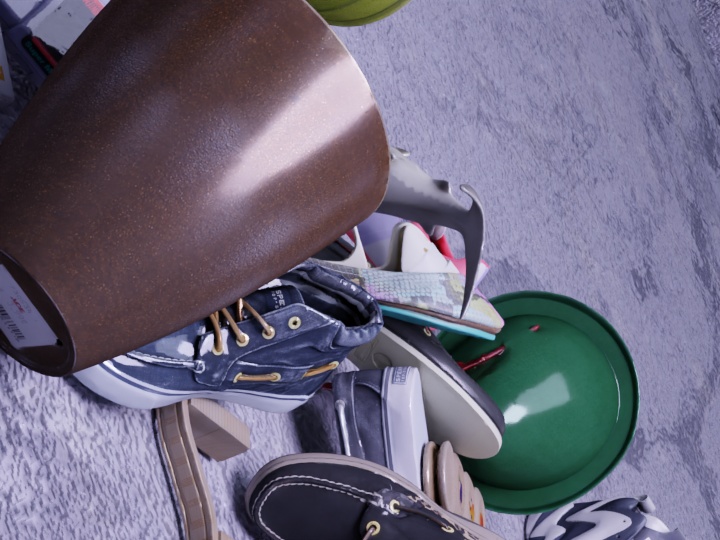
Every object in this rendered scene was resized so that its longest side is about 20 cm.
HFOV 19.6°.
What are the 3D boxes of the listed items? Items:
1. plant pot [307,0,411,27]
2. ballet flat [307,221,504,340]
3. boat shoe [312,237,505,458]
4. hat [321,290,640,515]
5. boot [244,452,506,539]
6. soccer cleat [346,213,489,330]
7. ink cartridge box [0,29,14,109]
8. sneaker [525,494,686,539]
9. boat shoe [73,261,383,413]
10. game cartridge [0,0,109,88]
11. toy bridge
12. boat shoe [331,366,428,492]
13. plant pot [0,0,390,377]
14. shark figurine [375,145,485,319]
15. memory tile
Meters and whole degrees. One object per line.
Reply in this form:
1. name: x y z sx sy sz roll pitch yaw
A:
1. plant pot: -0.059 -0.287 1.509 0.193 0.200 0.201 1 68 -54
2. ballet flat: 0.000 0.000 1.359 0.069 0.199 0.071 161 -64 -81
3. boat shoe: 0.025 0.049 1.429 0.201 0.074 0.063 40 52 -3
4. hat: 0.098 0.098 1.495 0.166 0.200 0.176 61 7 10
5. boot: 0.026 0.192 1.254 0.200 0.073 0.151 29 17 -15
6. soccer cleat: 0.019 -0.039 1.521 0.067 0.076 0.200 35 16 -53
7. ink cartridge box: -0.245 -0.187 1.144 0.095 0.037 0.201 23 52 -61
8. sneaker: 0.199 0.249 1.671 0.080 0.129 0.199 59 23 -20
9. boat shoe: -0.079 0.030 1.208 0.200 0.091 0.071 8 49 -48
10. game cartridge: -0.130 -0.124 1.246 0.200 0.038 0.130 51 47 -16
11. toy bridge: -0.095 0.092 1.251 0.067 0.027 0.200 44 32 -43
12. boat shoe: 0.012 0.163 1.394 0.072 0.068 0.201 -53 139 -73
13. plant pot: -0.117 -0.040 1.104 0.200 0.187 0.187 -44 116 -31
14. shark figurine: -0.006 -0.041 1.241 0.214 0.090 0.128 29 7 17
15. memory tile: 0.068 0.208 1.442 0.200 0.017 0.154 56 32 -68
